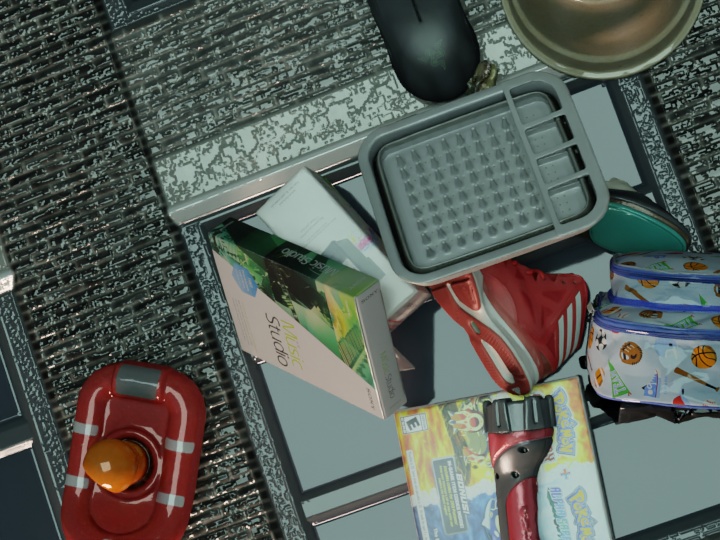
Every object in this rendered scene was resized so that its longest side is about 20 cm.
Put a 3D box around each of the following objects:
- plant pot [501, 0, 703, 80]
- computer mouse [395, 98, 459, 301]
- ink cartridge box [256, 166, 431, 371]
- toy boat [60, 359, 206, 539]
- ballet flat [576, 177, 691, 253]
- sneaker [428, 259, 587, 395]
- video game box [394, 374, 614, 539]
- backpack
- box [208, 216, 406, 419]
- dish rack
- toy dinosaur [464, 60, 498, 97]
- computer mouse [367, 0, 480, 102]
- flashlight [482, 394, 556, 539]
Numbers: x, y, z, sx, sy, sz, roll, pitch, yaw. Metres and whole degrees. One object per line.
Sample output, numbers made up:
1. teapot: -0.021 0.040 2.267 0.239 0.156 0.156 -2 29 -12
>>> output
1. plant pot: 0.217 -0.288 1.456 0.200 0.183 0.201 -1 87 10
2. computer mouse: 0.084 -0.060 1.538 0.109 0.044 0.201 -15 84 8
3. ink cartridge box: 0.000 0.000 1.512 0.067 0.117 0.200 -43 83 5
4. toy boat: -0.228 0.188 1.535 0.130 0.131 0.201 8 88 11
5. ballet flat: 0.214 -0.062 1.503 0.199 0.073 0.073 9 88 10
6. sneaker: 0.136 0.006 1.499 0.115 0.078 0.200 -32 98 -28
7. video game box: 0.139 0.213 1.512 0.182 0.047 0.201 -12 85 7
8. backpack: 0.287 0.060 1.411 0.199 0.191 0.155 -3 105 11
9. box: -0.050 0.043 1.474 0.200 0.145 0.036 21 48 40
10. dish rack: 0.109 -0.076 1.424 0.200 0.044 0.172 -19 61 4
11. toy dinosaur: 0.137 -0.102 1.480 0.088 0.047 0.200 0 60 7
12. computer mouse: 0.046 -0.257 1.546 0.138 0.053 0.200 -26 79 6
13. flashlight: 0.153 0.215 1.454 0.068 0.068 0.201 -7 84 6
